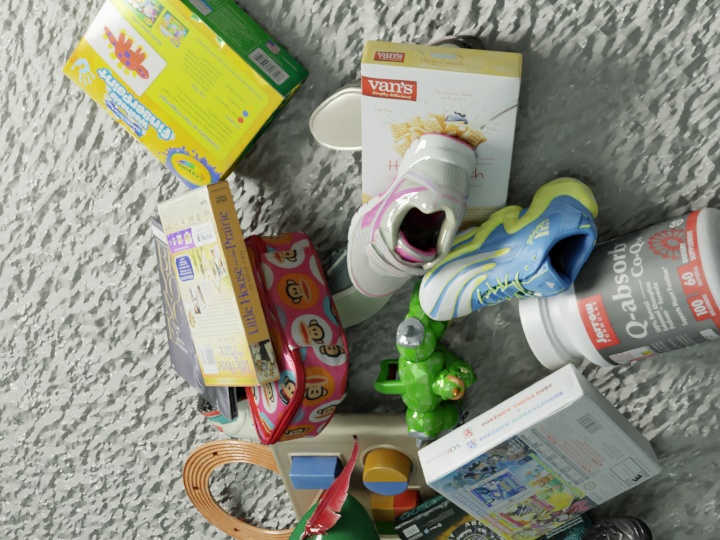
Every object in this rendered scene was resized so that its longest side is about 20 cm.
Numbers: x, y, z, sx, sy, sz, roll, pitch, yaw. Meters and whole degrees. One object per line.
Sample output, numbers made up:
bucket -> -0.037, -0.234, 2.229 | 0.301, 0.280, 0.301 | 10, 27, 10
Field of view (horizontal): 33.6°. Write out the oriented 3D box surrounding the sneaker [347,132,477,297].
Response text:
sneaker -> 0.039, -0.033, 1.117 | 0.081, 0.089, 0.201 | 19, 136, -11

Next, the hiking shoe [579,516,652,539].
hiking shoe -> 0.289, 0.326, 1.300 | 0.100, 0.076, 0.201 | -8, 139, -19

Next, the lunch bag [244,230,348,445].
lunch bag -> -0.085, 0.077, 1.268 | 0.177, 0.081, 0.202 | 119, 139, -51

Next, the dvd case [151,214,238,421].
dvd case -> -0.188, 0.053, 1.350 | 0.148, 0.016, 0.202 | 32, 132, 48

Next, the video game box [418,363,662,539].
video game box -> 0.184, 0.193, 1.206 | 0.181, 0.047, 0.200 | -34, 136, 15

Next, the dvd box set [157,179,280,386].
dvd box set -> -0.146, 0.018, 1.210 | 0.146, 0.029, 0.202 | -11, 95, 62

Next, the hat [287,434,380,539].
hat -> -0.042, 0.259, 1.330 | 0.198, 0.165, 0.178 | -12, 94, 25

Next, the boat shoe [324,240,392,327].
boat shoe -> 0.000, 0.000, 1.271 | 0.200, 0.072, 0.062 | -44, 51, 43

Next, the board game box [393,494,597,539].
board game box -> 0.155, 0.291, 1.334 | 0.199, 0.028, 0.136 | -29, 104, 15

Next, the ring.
ring -> -0.126, 0.276, 1.476 | 0.198, 0.019, 0.202 | 11, 133, 12

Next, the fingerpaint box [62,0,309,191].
fingerpaint box -> -0.179, -0.202, 1.216 | 0.200, 0.073, 0.167 | 42, 126, -3

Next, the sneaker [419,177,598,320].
sneaker -> 0.139, -0.005, 1.118 | 0.200, 0.105, 0.076 | -40, 115, 17

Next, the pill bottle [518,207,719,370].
pill bottle -> 0.258, 0.025, 1.119 | 0.199, 0.116, 0.117 | -20, 108, 32

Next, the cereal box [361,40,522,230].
cereal box -> 0.072, -0.120, 1.115 | 0.142, 0.040, 0.201 | 5, 140, 6

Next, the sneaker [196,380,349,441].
sneaker -> -0.090, 0.157, 1.395 | 0.198, 0.071, 0.094 | -12, 133, 25

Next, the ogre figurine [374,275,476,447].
ogre figurine -> 0.074, 0.096, 1.242 | 0.097, 0.120, 0.202 | 21, 125, 12

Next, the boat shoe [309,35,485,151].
boat shoe -> 0.038, -0.170, 1.155 | 0.199, 0.057, 0.067 | -22, 104, 38

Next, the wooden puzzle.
wooden puzzle -> -0.004, 0.250, 1.371 | 0.183, 0.047, 0.201 | -2, 129, 14
